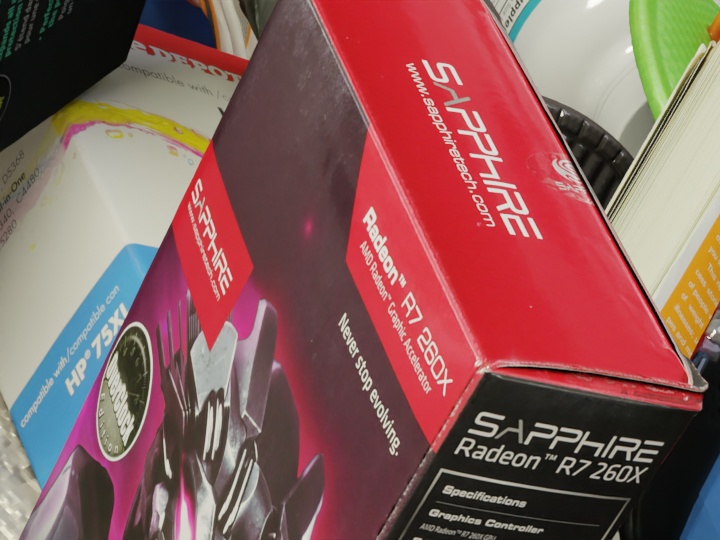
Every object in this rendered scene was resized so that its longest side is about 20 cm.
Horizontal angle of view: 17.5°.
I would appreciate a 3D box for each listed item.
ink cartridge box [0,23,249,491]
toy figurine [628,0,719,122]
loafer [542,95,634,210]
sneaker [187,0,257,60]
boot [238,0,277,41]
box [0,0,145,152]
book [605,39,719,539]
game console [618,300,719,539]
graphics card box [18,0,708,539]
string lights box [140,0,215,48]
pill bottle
[{"bbox_3d":[-0.060,-0.013,0.694,0.116,0.067,0.201,15,33,-41],"label":"ink cartridge box"},{"bbox_3d":[0.231,-0.069,0.884,0.200,0.183,0.151,50,29,-25],"label":"toy figurine"},{"bbox_3d":[0.083,-0.011,0.897,0.199,0.073,0.071,33,-2,-34],"label":"loafer"},{"bbox_3d":[-0.005,-0.087,0.781,0.076,0.092,0.201,-25,84,-52],"label":"sneaker"},{"bbox_3d":[0.011,-0.027,0.638,0.182,0.072,0.201,50,16,-57],"label":"boot"},{"bbox_3d":[-0.151,-0.095,0.569,0.148,0.125,0.200,33,40,12],"label":"box"},{"bbox_3d":[0.113,0.042,0.701,0.134,0.048,0.200,54,52,-26],"label":"book"},{"bbox_3d":[0.179,0.075,0.659,0.201,0.171,0.119,59,15,-30],"label":"game console"},{"bbox_3d":[-0.017,0.054,0.476,0.050,0.201,0.126,9,36,-28],"label":"graphics card box"},{"bbox_3d":[-0.058,-0.122,0.893,0.199,0.059,0.103,13,35,-43],"label":"string lights box"},{"bbox_3d":[0.097,-0.125,1.045,0.110,0.111,0.201,14,34,-42],"label":"pill bottle"}]
